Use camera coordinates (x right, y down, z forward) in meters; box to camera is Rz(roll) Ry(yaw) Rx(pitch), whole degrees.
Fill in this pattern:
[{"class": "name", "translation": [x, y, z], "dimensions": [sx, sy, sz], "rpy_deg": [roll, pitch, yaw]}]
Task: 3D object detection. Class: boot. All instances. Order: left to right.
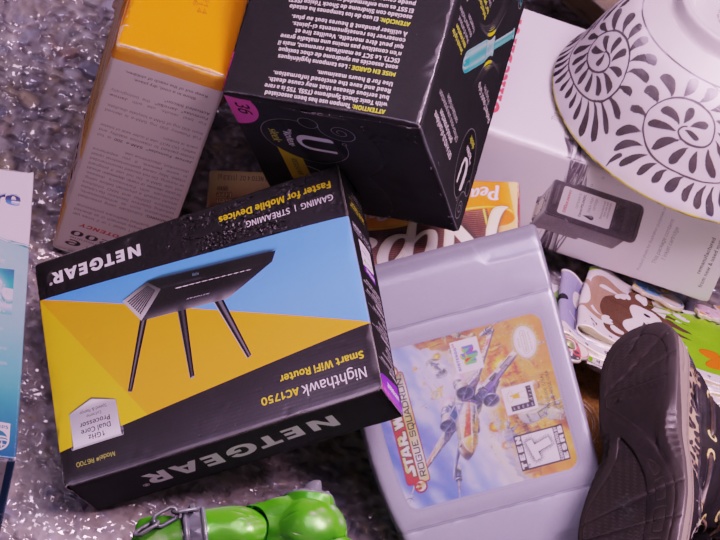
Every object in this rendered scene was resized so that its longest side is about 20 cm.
[{"class": "boot", "translation": [0.196, 0.149, 1.549], "dimensions": [0.151, 0.073, 0.201], "rpy_deg": [42, 40, -40]}]

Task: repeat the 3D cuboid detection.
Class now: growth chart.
[{"class": "growth chart", "translation": [0.187, 0.041, 1.669], "dimensions": [0.199, 0.018, 0.145], "rpy_deg": [16, 28, -12]}]

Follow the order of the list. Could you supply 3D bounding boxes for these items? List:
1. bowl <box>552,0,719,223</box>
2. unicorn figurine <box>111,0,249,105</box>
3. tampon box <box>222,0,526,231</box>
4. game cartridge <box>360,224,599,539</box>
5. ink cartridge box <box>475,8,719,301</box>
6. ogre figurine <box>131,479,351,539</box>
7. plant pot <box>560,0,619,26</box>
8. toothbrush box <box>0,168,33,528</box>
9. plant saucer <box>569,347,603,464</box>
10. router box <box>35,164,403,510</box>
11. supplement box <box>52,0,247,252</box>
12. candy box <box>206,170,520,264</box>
[{"class": "bowl", "translation": [0.232, -0.129, 1.683], "dimensions": [0.199, 0.095, 0.201], "rpy_deg": [12, 41, -11]}, {"class": "unicorn figurine", "translation": [-0.078, -0.174, 1.672], "dimensions": [0.199, 0.137, 0.074], "rpy_deg": [-19, 41, 26]}, {"class": "tampon box", "translation": [0.015, -0.151, 1.578], "dimensions": [0.125, 0.150, 0.201], "rpy_deg": [11, 69, 16]}, {"class": "game cartridge", "translation": [0.066, 0.085, 1.562], "dimensions": [0.132, 0.042, 0.201], "rpy_deg": [-14, 84, -5]}, {"class": "ink cartridge box", "translation": [0.155, -0.082, 1.737], "dimensions": [0.199, 0.084, 0.146], "rpy_deg": [18, 40, 0]}, {"class": "ogre figurine", "translation": [-0.034, 0.201, 1.483], "dimensions": [0.120, 0.098, 0.200], "rpy_deg": [-33, 51, -13]}, {"class": "plant pot", "translation": [0.199, -0.233, 1.831], "dimensions": [0.200, 0.200, 0.135], "rpy_deg": [38, 88, 14]}, {"class": "toothbrush box", "translation": [-0.239, 0.060, 1.495], "dimensions": [0.085, 0.147, 0.201], "rpy_deg": [6, 51, -12]}, {"class": "plant saucer", "translation": [0.125, 0.103, 1.633], "dimensions": [0.199, 0.036, 0.201], "rpy_deg": [8, 52, -10]}, {"class": "router box", "translation": [-0.084, 0.040, 1.543], "dimensions": [0.199, 0.051, 0.150], "rpy_deg": [-18, 62, 12]}, {"class": "supplement box", "translation": [-0.127, -0.109, 1.617], "dimensions": [0.073, 0.200, 0.127], "rpy_deg": [16, 50, -8]}, {"class": "candy box", "translation": [0.000, 0.000, 1.640], "dimensions": [0.198, 0.055, 0.116], "rpy_deg": [3, 52, 0]}]
